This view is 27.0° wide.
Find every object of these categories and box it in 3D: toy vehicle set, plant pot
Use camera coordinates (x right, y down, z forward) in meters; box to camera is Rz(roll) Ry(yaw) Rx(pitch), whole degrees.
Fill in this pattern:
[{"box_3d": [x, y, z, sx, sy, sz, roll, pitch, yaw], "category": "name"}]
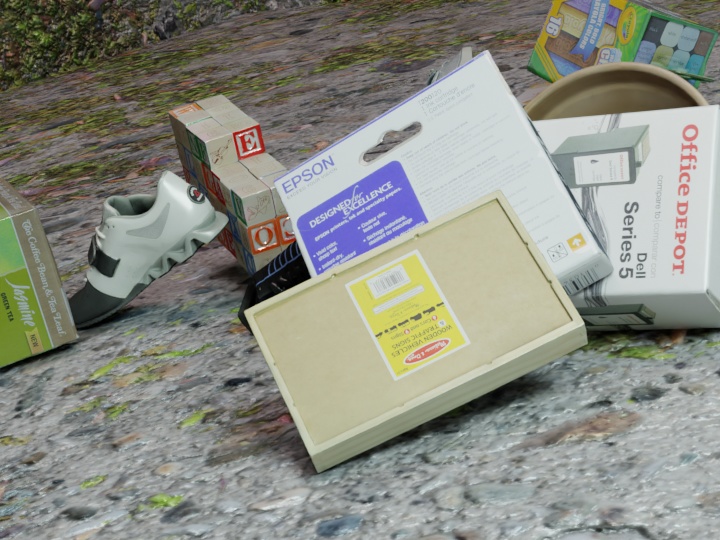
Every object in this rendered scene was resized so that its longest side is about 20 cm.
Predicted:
[{"box_3d": [0.035, 0.038, 1.003, 0.199, 0.027, 0.125, -25, 57, -4], "category": "toy vehicle set"}, {"box_3d": [0.209, -0.059, 1.212, 0.200, 0.202, 0.093, -3, -21, 30], "category": "plant pot"}]

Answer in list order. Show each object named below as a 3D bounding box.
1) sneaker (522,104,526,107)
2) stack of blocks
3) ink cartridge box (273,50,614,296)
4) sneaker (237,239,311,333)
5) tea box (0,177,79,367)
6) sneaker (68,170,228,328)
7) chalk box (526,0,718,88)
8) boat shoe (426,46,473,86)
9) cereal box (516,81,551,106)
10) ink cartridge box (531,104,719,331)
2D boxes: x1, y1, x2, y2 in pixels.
[{"box_3d": [0.158, -0.152, 1.680, 0.199, 0.075, 0.106, -26, 24, -37], "category": "sneaker"}, {"box_3d": [-0.115, -0.082, 1.422, 0.058, 0.116, 0.200, -19, 28, -17], "category": "stack of blocks"}, {"box_3d": [0.055, -0.034, 1.096, 0.197, 0.043, 0.201, -30, 58, 10], "category": "ink cartridge box"}, {"box_3d": [-0.040, 0.008, 1.228, 0.078, 0.070, 0.200, -45, 5, -26], "category": "sneaker"}, {"box_3d": [-0.387, 0.015, 1.386, 0.196, 0.134, 0.200, -21, 18, -16], "category": "tea box"}, {"box_3d": [-0.220, -0.024, 1.397, 0.200, 0.089, 0.074, -36, 15, 24], "category": "sneaker"}, {"box_3d": [0.309, -0.240, 1.693, 0.124, 0.124, 0.200, 7, 22, -37], "category": "chalk box"}, {"box_3d": [0.128, -0.273, 2.143, 0.071, 0.071, 0.201, -6, 19, 10], "category": "boat shoe"}, {"box_3d": [0.252, -0.199, 1.848, 0.143, 0.040, 0.200, -3, 18, 26], "category": "cereal box"}, {"box_3d": [0.179, -0.035, 1.111, 0.199, 0.147, 0.084, -3, -21, 30], "category": "ink cartridge box"}]
